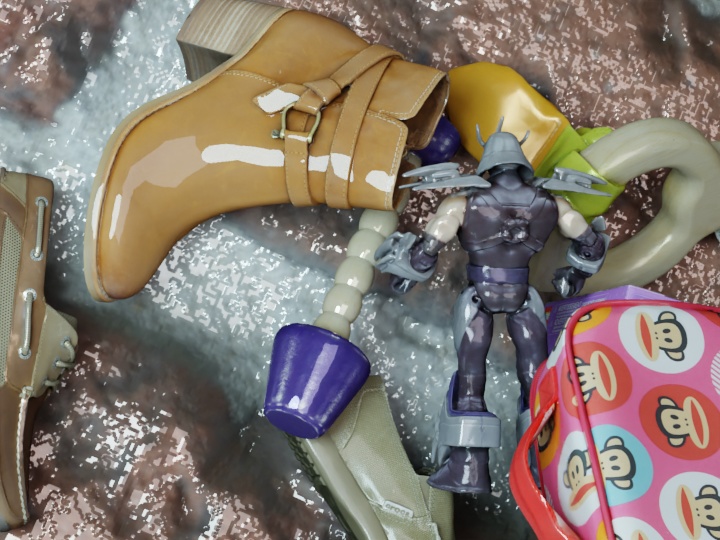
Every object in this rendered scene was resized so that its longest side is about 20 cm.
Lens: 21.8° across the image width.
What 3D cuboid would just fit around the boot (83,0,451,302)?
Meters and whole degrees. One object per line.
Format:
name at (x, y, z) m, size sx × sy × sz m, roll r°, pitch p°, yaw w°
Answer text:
boot at (-0.052, -0.054, 1.018) m, size 0.155 × 0.074 × 0.200 m, roll 20°, pitch 76°, yaw 17°

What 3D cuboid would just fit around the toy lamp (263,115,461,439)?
toy lamp at (0.000, 0.000, 1.040) m, size 0.058 × 0.058 × 0.200 m, roll 28°, pitch 66°, yaw -9°

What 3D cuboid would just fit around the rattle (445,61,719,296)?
rattle at (0.165, -0.061, 1.122) m, size 0.200 × 0.143 × 0.130 m, roll -13°, pitch 121°, yaw -29°

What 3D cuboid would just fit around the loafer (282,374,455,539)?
loafer at (0.029, 0.144, 1.048) m, size 0.067 × 0.076 × 0.200 m, roll -32°, pitch 93°, yaw -8°

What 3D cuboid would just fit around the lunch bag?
lunch bag at (0.157, 0.110, 0.902) m, size 0.176 × 0.082 × 0.200 m, roll 5°, pitch 55°, yaw -15°

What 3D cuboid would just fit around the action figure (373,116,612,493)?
action figure at (0.072, 0.017, 0.997) m, size 0.130 × 0.069 × 0.200 m, roll 0°, pitch 89°, yaw -6°

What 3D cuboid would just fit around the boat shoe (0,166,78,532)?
boat shoe at (-0.186, 0.040, 1.008) m, size 0.072 × 0.076 × 0.200 m, roll -4°, pitch 88°, yaw -16°

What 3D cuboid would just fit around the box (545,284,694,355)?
box at (0.215, 0.057, 1.068) m, size 0.200 × 0.137 × 0.039 m, roll 17°, pitch 82°, yaw -12°
